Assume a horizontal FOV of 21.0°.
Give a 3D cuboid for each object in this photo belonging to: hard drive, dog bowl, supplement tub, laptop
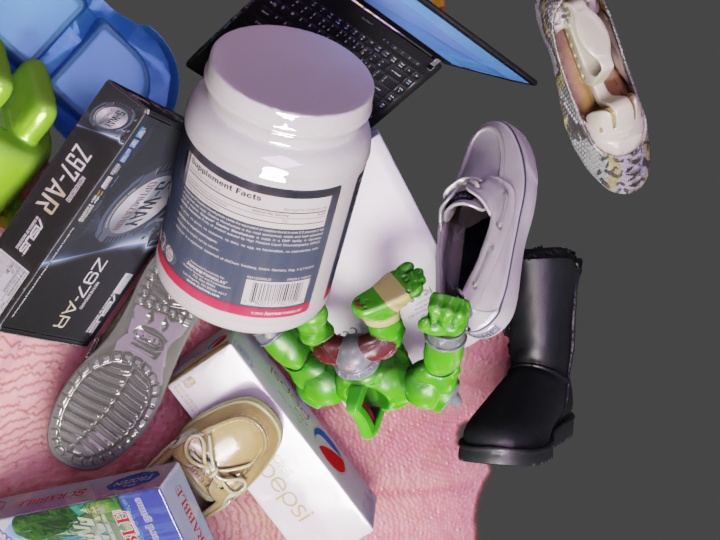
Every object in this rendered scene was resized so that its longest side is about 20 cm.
[{"bbox_3d":[0.000,0.000,1.602,0.131,0.026,0.201,-27,110,3],"label":"hard drive"},{"bbox_3d":[-0.235,-0.179,1.542,0.200,0.050,0.112,43,84,-15],"label":"dog bowl"},{"bbox_3d":[-0.071,-0.067,1.458,0.140,0.141,0.201,6,126,-15],"label":"supplement tub"},{"bbox_3d":[0.000,-0.153,1.507,0.200,0.104,0.177,-39,134,23],"label":"laptop"}]

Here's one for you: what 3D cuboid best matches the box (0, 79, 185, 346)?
[{"bbox_3d":[-0.203,-0.039,1.494,0.043,0.160,0.200,37,94,18],"label":"box"}]

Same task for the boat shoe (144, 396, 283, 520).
[{"bbox_3d":[-0.145,0.175,1.550,0.200,0.063,0.073,-33,102,18],"label":"boat shoe"}]

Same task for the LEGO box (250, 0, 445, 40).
[{"bbox_3d":[-0.014,-0.286,1.577,0.148,0.077,0.201,-5,96,-14],"label":"LEGO box"}]

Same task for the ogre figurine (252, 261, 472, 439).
[{"bbox_3d":[0.000,0.064,1.554,0.199,0.098,0.120,-12,127,9],"label":"ogre figurine"}]

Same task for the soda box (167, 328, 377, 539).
[{"bbox_3d":[-0.070,0.142,1.597,0.068,0.064,0.200,-34,103,13],"label":"soda box"}]

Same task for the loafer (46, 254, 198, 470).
[{"bbox_3d":[-0.180,0.072,1.565,0.075,0.070,0.200,35,89,-3],"label":"loafer"}]

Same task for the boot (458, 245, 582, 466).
[{"bbox_3d":[0.132,0.066,1.600,0.076,0.200,0.169,2,97,21],"label":"boot"}]

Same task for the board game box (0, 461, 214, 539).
[{"bbox_3d":[-0.193,0.260,1.525,0.199,0.041,0.201,-14,109,26],"label":"board game box"}]

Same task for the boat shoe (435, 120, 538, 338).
[{"bbox_3d":[0.098,-0.046,1.590,0.065,0.073,0.201,36,46,-41],"label":"boat shoe"}]

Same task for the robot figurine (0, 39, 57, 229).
[{"bbox_3d":[-0.315,-0.083,1.478,0.200,0.116,0.175,-43,133,19],"label":"robot figurine"}]

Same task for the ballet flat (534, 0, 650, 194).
[{"bbox_3d":[0.202,-0.156,1.651,0.072,0.072,0.201,-24,101,-12],"label":"ballet flat"}]
